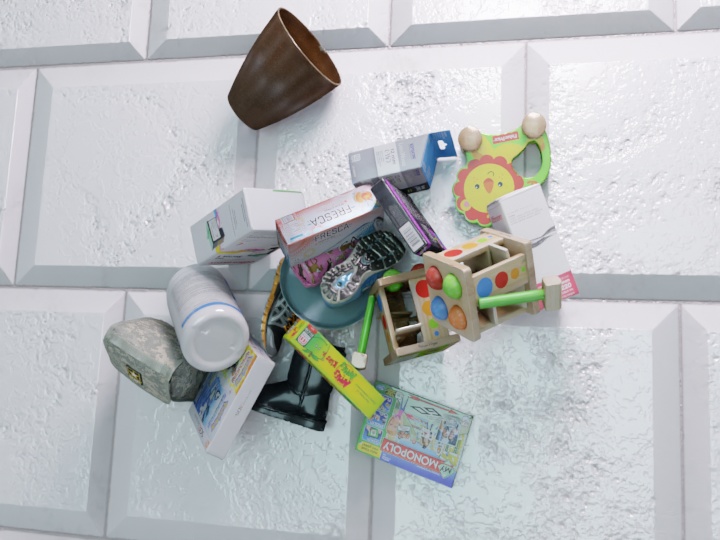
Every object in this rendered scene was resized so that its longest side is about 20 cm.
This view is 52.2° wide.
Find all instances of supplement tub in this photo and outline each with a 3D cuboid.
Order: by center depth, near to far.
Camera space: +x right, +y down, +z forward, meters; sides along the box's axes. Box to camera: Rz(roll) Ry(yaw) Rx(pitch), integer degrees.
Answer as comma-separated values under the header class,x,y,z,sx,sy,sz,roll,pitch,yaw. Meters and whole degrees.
class,x,y,z,sx,sy,sz,roll,pitch,yaw
supplement tub,-0.296,0.087,1.408,0.132,0.132,0.200,-44,35,3

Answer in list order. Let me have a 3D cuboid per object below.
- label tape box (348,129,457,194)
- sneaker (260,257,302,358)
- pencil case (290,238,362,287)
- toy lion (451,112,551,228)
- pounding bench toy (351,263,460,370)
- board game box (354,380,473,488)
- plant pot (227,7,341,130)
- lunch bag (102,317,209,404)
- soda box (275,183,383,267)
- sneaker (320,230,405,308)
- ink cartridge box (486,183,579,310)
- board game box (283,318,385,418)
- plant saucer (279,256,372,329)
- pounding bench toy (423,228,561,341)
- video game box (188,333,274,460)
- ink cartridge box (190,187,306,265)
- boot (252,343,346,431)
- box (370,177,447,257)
class,x,y,z,sx,sy,sz,roll,pitch,yaw
label tape box,0.087,-0.195,1.402,0.194,0.143,0.068,-10,78,11
sneaker,-0.145,0.074,1.442,0.075,0.079,0.205,12,72,4
pencil case,-0.048,-0.049,1.406,0.198,0.084,0.086,-34,47,-23
toy lion,0.270,-0.184,1.407,0.194,0.069,0.197,-10,86,11
pounding bench toy,0.059,0.084,1.347,0.195,0.124,0.160,-13,78,-11
board game box,0.101,0.307,1.385,0.195,0.029,0.138,17,85,15
plant pot,-0.170,-0.385,1.487,0.199,0.186,0.189,-38,75,20
lunch bag,-0.394,0.173,1.430,0.162,0.200,0.119,30,88,14
soda box,-0.055,-0.083,1.337,0.196,0.069,0.064,-23,58,-15
sneaker,0.000,0.000,1.385,0.198,0.090,0.079,-35,75,-22
ink cartridge box,0.302,-0.041,1.310,0.083,0.146,0.205,-22,90,1
board game box,-0.050,0.176,1.337,0.200,0.101,0.048,46,80,-10
plant saucer,-0.061,0.022,1.429,0.194,0.028,0.205,5,64,-10
pounding bench toy,0.210,0.032,1.196,0.153,0.199,0.127,-21,112,-22
video game box,-0.251,0.228,1.407,0.046,0.182,0.203,28,91,-30
ink cartridge box,-0.214,-0.080,1.412,0.198,0.143,0.086,-25,74,43
boot,-0.134,0.203,1.430,0.195,0.076,0.173,13,84,15
box,0.095,-0.087,1.357,0.036,0.199,0.145,-37,75,14
